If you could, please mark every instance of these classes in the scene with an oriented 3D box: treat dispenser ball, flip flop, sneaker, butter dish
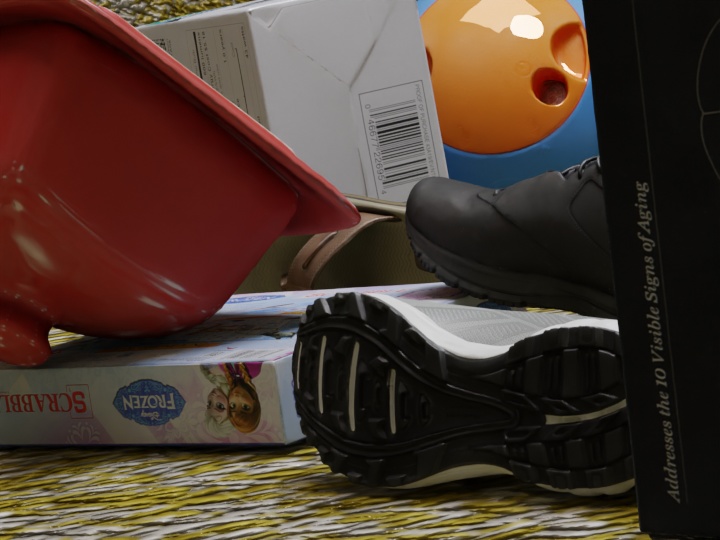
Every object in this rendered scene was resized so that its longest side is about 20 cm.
[{"bbox_3d":[0.105,-0.110,1.576,0.200,0.202,0.201,-8,6,1],"label":"treat dispenser ball"},{"bbox_3d":[0.000,0.000,1.358,0.199,0.081,0.058,2,25,31],"label":"flip flop"},{"bbox_3d":[0.054,0.049,0.882,0.200,0.074,0.079,6,5,40],"label":"sneaker"},{"bbox_3d":[0.106,-0.020,1.079,0.200,0.091,0.076,21,22,36],"label":"sneaker"},{"bbox_3d":[-0.139,-0.024,1.084,0.200,0.148,0.199,36,-21,-31],"label":"butter dish"}]

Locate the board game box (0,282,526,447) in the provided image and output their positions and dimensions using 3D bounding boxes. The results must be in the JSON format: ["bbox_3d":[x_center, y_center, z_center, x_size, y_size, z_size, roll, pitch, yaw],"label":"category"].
[{"bbox_3d":[-0.052,0.045,1.123,0.199,0.041,0.199,-3,8,39],"label":"board game box"}]

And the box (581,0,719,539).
[{"bbox_3d":[0.185,-0.021,0.699,0.196,0.201,0.124,-1,7,42],"label":"box"}]

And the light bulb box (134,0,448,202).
[{"bbox_3d":[-0.047,-0.082,1.521,0.124,0.199,0.200,-14,9,-26],"label":"light bulb box"}]
